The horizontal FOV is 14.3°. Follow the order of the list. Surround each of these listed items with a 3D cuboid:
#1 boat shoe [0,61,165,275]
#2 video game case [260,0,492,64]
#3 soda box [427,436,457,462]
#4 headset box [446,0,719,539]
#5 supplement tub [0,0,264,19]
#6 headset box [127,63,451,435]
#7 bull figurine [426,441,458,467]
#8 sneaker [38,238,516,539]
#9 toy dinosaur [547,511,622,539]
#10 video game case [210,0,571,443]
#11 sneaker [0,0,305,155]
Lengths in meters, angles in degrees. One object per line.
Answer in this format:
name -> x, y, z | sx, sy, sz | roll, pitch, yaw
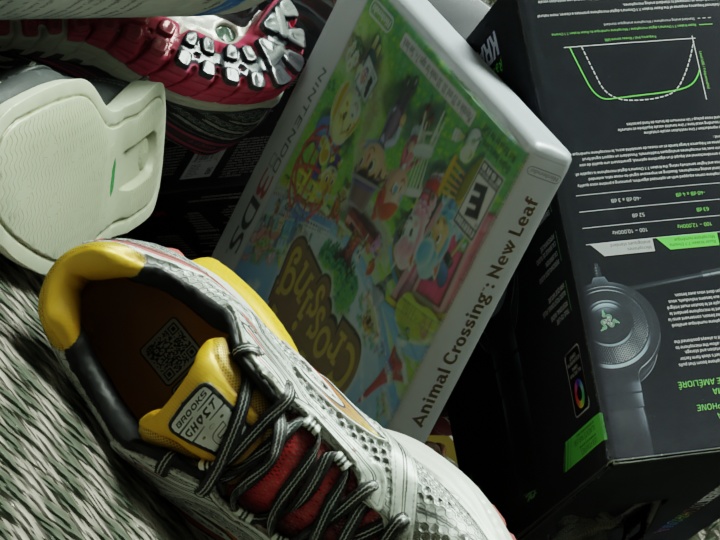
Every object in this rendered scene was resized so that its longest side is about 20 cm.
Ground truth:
boat shoe -> -0.122, -0.040, 1.032 | 0.067, 0.072, 0.200 | 11, 7, 8
video game case -> -0.018, -0.110, 1.264 | 0.200, 0.026, 0.181 | 36, -21, 1
soda box -> 0.082, 0.035, 1.448 | 0.068, 0.200, 0.064 | 47, 3, -23
headset box -> 0.093, 0.011, 1.106 | 0.174, 0.092, 0.201 | 129, -47, -67
supplement tub -> -0.116, -0.155, 1.036 | 0.200, 0.132, 0.132 | -7, 49, -48
headset box -> 0.000, 0.000, 1.317 | 0.149, 0.077, 0.200 | -4, -41, 51
bull figurine -> 0.103, 0.143, 1.325 | 0.200, 0.121, 0.065 | 54, 38, -16
sneaker -> -0.031, 0.064, 0.896 | 0.200, 0.078, 0.082 | 40, 4, 23
toy dinosaur -> 0.059, 0.123, 0.997 | 0.200, 0.047, 0.088 | 25, 41, -37
video game case -> -0.003, -0.006, 1.092 | 0.022, 0.182, 0.200 | 19, 18, -27
sneaker -> -0.126, -0.096, 1.150 | 0.200, 0.075, 0.081 | 21, 51, -16
